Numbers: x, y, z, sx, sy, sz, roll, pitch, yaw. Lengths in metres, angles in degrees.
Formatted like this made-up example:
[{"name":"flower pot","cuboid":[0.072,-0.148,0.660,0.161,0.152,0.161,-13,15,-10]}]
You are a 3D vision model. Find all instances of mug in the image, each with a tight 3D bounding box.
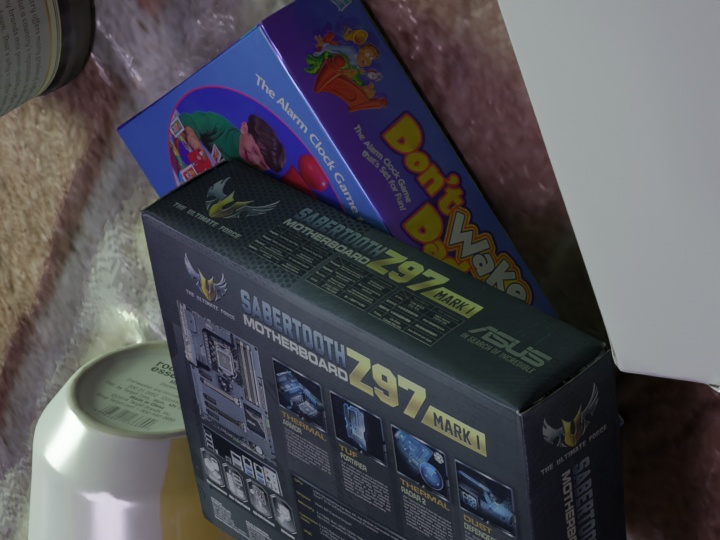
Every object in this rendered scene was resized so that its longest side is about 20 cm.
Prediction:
[{"name":"mug","cuboid":[-0.067,0.115,1.066,0.149,0.186,0.153,-114,19,-60]}]

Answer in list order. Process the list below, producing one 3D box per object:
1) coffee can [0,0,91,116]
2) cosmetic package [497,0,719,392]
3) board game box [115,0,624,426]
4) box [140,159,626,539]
[{"name":"coffee can","cuboid":[-0.236,-0.099,1.000,0.146,0.200,0.146,33,141,31]},{"name":"cosmetic package","cuboid":[0.106,-0.069,0.682,0.108,0.085,0.200,9,127,50]},{"name":"board game box","cuboid":[0.000,0.000,0.923,0.200,0.045,0.134,58,148,-4]},{"name":"box","cuboid":[0.009,0.063,0.877,0.200,0.051,0.158,26,138,39]}]
